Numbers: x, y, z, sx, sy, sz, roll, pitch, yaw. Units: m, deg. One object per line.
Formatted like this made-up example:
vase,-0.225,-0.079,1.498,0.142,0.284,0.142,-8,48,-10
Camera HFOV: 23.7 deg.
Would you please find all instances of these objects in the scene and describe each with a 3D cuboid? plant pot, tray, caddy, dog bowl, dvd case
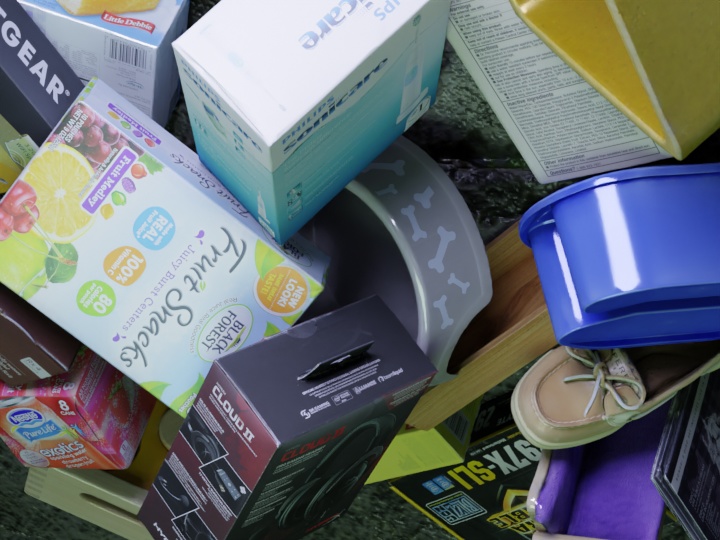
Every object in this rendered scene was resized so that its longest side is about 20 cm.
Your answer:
plant pot,0.161,-0.217,0.847,0.199,0.196,0.195,-34,126,-2
tray,0.095,0.033,1.251,0.037,0.099,0.200,25,143,-23
caddy,0.203,-0.020,1.112,0.198,0.106,0.142,-4,160,-11
dog bowl,0.000,0.000,1.216,0.199,0.058,0.202,24,127,36
dvd case,0.276,0.153,1.271,0.016,0.149,0.200,-7,133,36

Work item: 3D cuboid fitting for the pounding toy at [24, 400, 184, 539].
pounding toy,-0.146,0.124,1.424,0.199,0.185,0.142,24,153,-4

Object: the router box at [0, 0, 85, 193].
router box,-0.287,-0.138,1.160,0.156,0.052,0.200,-10,132,34

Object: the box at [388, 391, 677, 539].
box,0.145,0.178,1.440,0.159,0.050,0.199,40,138,-19

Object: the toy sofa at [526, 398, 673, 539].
toy sofa,0.185,0.123,1.238,0.082,0.201,0.098,4,144,21

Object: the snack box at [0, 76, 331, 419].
snack box,-0.140,-0.009,1.138,0.200,0.053,0.142,38,113,-11

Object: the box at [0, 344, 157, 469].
box,-0.205,0.046,1.323,0.099,0.201,0.096,-1,139,25

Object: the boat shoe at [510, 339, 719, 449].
boat shoe,0.194,0.058,1.183,0.074,0.199,0.063,60,161,10

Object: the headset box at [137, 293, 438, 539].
headset box,-0.048,0.111,1.160,0.077,0.148,0.200,50,136,20

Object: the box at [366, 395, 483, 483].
box,0.005,0.136,1.435,0.199,0.076,0.050,-17,128,39

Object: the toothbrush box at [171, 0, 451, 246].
toothbrush box,-0.026,-0.117,1.031,0.085,0.146,0.200,45,170,9

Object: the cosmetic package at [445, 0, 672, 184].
cosmetic package,0.116,-0.153,1.050,0.103,0.073,0.200,-10,132,33

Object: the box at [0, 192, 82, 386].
box,-0.227,-0.027,1.249,0.075,0.201,0.100,-17,128,38

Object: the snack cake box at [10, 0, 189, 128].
snack cake box,-0.224,-0.167,1.193,0.198,0.068,0.115,19,143,3
